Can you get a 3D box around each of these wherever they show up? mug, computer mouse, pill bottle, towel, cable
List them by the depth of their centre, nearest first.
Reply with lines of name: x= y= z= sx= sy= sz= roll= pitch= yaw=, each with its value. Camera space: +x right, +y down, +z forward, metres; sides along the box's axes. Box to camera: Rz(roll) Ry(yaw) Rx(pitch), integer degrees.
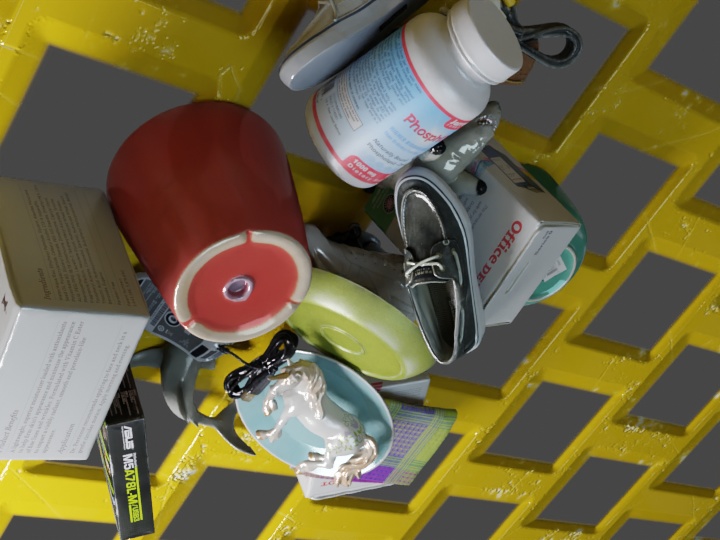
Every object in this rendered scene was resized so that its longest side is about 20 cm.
pill bottle: x=0.051 y=-0.171 z=1.110 sx=0.199 sy=0.110 sz=0.108 roll=-32 pitch=141 yaw=32
cable: x=0.149 y=-0.236 z=1.170 sx=0.199 sy=0.050 sz=0.098 roll=26 pitch=97 yaw=-36
computer mouse: x=-0.174 y=0.060 z=1.311 sx=0.199 sy=0.044 sz=0.110 roll=36 pitch=119 yaw=-11
mug: x=0.181 y=-0.033 z=1.401 sx=0.183 sy=0.115 sz=0.153 roll=0 pitch=130 yaw=-28
towel: x=0.018 y=0.214 z=1.491 sx=0.198 sy=0.023 sz=0.144 roll=14 pitch=122 yaw=-36

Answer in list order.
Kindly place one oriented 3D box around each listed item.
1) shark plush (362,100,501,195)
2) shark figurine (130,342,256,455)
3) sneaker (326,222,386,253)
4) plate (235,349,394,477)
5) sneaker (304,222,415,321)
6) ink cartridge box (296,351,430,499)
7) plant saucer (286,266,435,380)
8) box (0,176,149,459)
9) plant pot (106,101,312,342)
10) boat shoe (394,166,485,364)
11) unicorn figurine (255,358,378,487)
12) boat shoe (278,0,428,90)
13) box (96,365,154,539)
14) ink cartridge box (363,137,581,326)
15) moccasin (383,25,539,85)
shark plush: x=0.062 y=-0.119 z=1.238 sx=0.090 sy=0.084 sz=0.199 roll=28 pitch=150 yaw=-31
shark figurine: x=-0.199 y=0.156 z=1.398 sx=0.127 sy=0.090 sz=0.216 roll=-19 pitch=134 yaw=-9
sneaker: x=-0.007 y=0.027 z=1.385 sx=0.113 sy=0.076 sz=0.201 roll=-27 pitch=135 yaw=1
plate: x=-0.052 y=0.164 z=1.385 sx=0.198 sy=0.026 sz=0.202 roll=12 pitch=130 yaw=14
sneaker: x=0.000 y=0.000 z=1.292 sx=0.100 sy=0.075 sz=0.200 roll=-46 pitch=128 yaw=-2
ink cartridge box: x=-0.004 y=0.196 z=1.540 sx=0.144 sy=0.085 sz=0.202 roll=-6 pitch=131 yaw=-22
plant saucer: x=-0.014 y=0.064 z=1.263 sx=0.031 sy=0.198 sz=0.200 roll=-60 pitch=141 yaw=-20
box: x=-0.318 y=0.048 z=1.149 sx=0.129 sy=0.201 sz=0.200 roll=6 pitch=127 yaw=-34
plant pot: x=-0.142 y=-0.038 z=1.179 sx=0.198 sy=0.178 sz=0.202 roll=-14 pitch=136 yaw=-14
boat shoe: x=0.078 y=-0.002 z=1.177 sx=0.071 sy=0.071 sz=0.202 roll=-12 pitch=106 yaw=30
unicorn figurine: x=-0.059 y=0.164 z=1.333 sx=0.199 sy=0.074 sz=0.137 roll=31 pitch=133 yaw=-25
boat shoe: x=-0.011 y=-0.259 z=1.117 sx=0.201 sy=0.086 sz=0.075 roll=-40 pitch=169 yaw=-6
box: x=-0.267 y=0.155 z=1.277 sx=0.047 sy=0.201 sz=0.195 roll=-9 pitch=133 yaw=-18
ink cartridge box: x=0.117 y=-0.058 z=1.274 sx=0.087 sy=0.200 sz=0.146 roll=-1 pitch=131 yaw=-47
moccasin: x=0.091 y=-0.213 z=1.223 sx=0.199 sy=0.074 sz=0.079 roll=-11 pitch=127 yaw=-30
